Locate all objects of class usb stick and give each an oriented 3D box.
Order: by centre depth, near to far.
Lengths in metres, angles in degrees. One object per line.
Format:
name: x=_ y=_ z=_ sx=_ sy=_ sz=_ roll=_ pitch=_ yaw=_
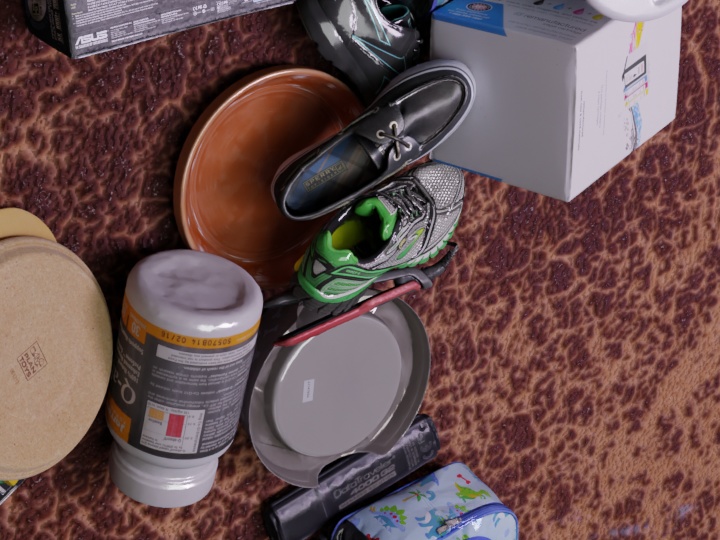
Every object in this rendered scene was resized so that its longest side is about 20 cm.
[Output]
usb stick: x=-0.008 y=0.206 z=1.619 sx=0.199 sy=0.033 sz=0.056 roll=-29 pitch=119 yaw=-22

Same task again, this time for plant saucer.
plant saucer: x=-0.075 y=-0.081 z=1.430 sx=0.199 sy=0.032 sz=0.202 roll=-17 pitch=121 yaw=-31

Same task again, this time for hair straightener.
hair straightener: x=0.000 y=0.000 z=1.458 sx=0.199 sy=0.041 sz=0.078 roll=-21 pitch=93 yaw=-24

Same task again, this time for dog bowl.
dog bowl: x=-0.031 y=0.100 z=1.532 sx=0.199 sy=0.059 sz=0.202 roll=-16 pitch=119 yaw=-30

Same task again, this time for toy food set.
toy food set: x=-0.276 y=0.069 z=1.302 sx=0.199 sy=0.048 sz=0.200 roll=-60 pitch=137 yaw=-28

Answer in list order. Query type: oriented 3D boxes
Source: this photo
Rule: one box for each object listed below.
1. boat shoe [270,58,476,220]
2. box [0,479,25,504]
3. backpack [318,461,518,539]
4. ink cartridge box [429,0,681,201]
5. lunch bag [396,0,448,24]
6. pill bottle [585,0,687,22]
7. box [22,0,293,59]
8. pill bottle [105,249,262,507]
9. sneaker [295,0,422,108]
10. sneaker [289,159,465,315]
boat shoe: x=0.013 y=-0.103 z=1.379 sx=0.199 sy=0.057 sz=0.069 roll=-34 pitch=109 yaw=9
box: x=-0.370 y=0.143 z=1.311 sx=0.160 sy=0.043 sz=0.200 roll=-46 pitch=131 yaw=-9
backpack: x=0.071 y=0.305 z=1.645 sx=0.199 sy=0.147 sz=0.184 roll=-27 pitch=139 yaw=-32
ink cartridge box: x=0.174 y=-0.179 z=1.452 sx=0.200 sy=0.146 sz=0.146 roll=-36 pitch=134 yaw=-44
lunch bag: x=0.074 y=-0.312 z=1.370 sx=0.170 sy=0.127 sz=0.200 roll=-52 pitch=161 yaw=-4
pill bottle: x=0.212 y=-0.293 z=1.378 sx=0.118 sy=0.200 sz=0.121 roll=-3 pitch=117 yaw=-5
box: x=-0.157 y=-0.268 z=1.241 sx=0.199 sy=0.086 sz=0.165 roll=-20 pitch=122 yaw=-28
pill bottle: x=-0.154 y=0.093 z=1.391 sx=0.116 sy=0.116 sz=0.201 roll=-8 pitch=126 yaw=-34
sneaker: x=0.026 y=-0.177 z=1.416 sx=0.079 sy=0.076 sz=0.200 roll=-32 pitch=132 yaw=11
sneaker: x=0.028 y=-0.039 z=1.426 sx=0.200 sy=0.078 sz=0.085 roll=-40 pitch=169 yaw=-35
